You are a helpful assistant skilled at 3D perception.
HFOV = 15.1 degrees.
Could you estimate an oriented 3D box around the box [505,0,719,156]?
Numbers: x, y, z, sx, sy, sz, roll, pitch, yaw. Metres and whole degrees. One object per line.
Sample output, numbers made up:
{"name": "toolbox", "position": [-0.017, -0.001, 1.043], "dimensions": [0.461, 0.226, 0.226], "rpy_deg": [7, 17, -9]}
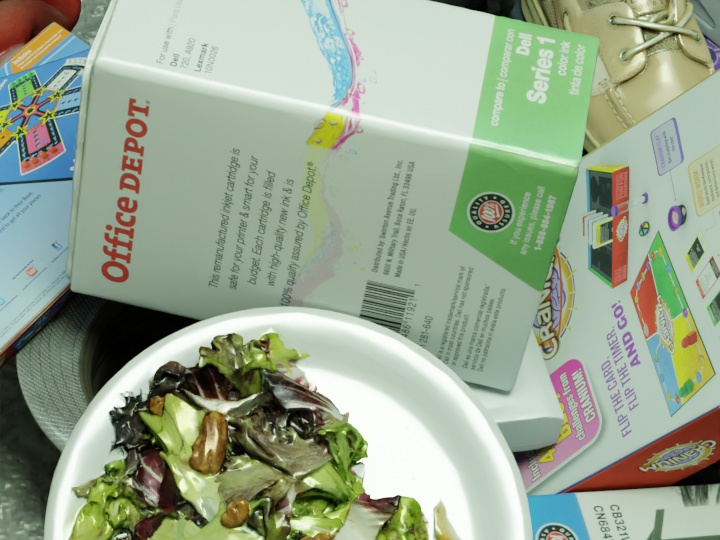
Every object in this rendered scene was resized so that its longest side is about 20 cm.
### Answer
{"name": "box", "position": [0.160, -0.068, 1.401], "dimensions": [0.148, 0.104, 0.200], "rpy_deg": [-12, 46, -18]}

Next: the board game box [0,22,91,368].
{"name": "board game box", "position": [-0.157, -0.032, 1.228], "dimensions": [0.103, 0.019, 0.200], "rpy_deg": [36, 47, 8]}

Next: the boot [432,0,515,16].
{"name": "boot", "position": [-0.006, -0.178, 1.423], "dimensions": [0.200, 0.066, 0.165], "rpy_deg": [4, 46, 28]}

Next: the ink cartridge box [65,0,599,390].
{"name": "ink cartridge box", "position": [-0.014, -0.043, 1.139], "dimensions": [0.199, 0.145, 0.084], "rpy_deg": [13, 48, 0]}

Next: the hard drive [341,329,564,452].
{"name": "hard drive", "position": [0.000, 0.000, 1.219], "dimensions": [0.132, 0.026, 0.200], "rpy_deg": [-5, 50, -16]}

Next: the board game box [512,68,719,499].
{"name": "board game box", "position": [0.141, 0.005, 1.178], "dimensions": [0.040, 0.200, 0.153], "rpy_deg": [19, 53, -38]}

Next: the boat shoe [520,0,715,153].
{"name": "boat shoe", "position": [0.130, -0.108, 1.315], "dimensions": [0.071, 0.065, 0.200], "rpy_deg": [-13, 45, -18]}

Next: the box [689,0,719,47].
{"name": "box", "position": [0.191, -0.202, 1.323], "dimensions": [0.041, 0.200, 0.156], "rpy_deg": [-24, 50, -29]}

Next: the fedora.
{"name": "fedora", "position": [-0.057, 0.071, 1.233], "dimensions": [0.199, 0.090, 0.177], "rpy_deg": [7, 43, -3]}

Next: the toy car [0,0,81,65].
{"name": "toy car", "position": [-0.184, -0.078, 1.361], "dimensions": [0.177, 0.184, 0.200], "rpy_deg": [-34, 83, -35]}

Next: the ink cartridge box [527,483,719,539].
{"name": "ink cartridge box", "position": [0.154, 0.167, 1.154], "dimensions": [0.199, 0.084, 0.146], "rpy_deg": [-4, 42, -10]}

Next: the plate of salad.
{"name": "plate of salad", "position": [-0.028, 0.107, 1.097], "dimensions": [0.199, 0.048, 0.201], "rpy_deg": [2, 71, -5]}
